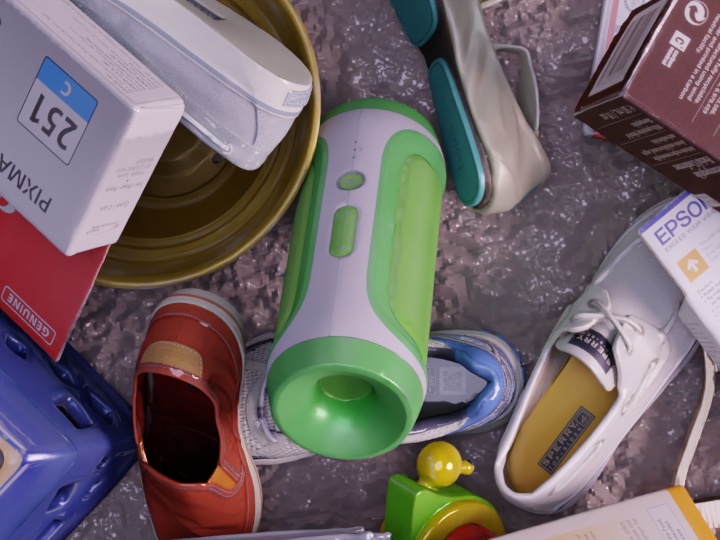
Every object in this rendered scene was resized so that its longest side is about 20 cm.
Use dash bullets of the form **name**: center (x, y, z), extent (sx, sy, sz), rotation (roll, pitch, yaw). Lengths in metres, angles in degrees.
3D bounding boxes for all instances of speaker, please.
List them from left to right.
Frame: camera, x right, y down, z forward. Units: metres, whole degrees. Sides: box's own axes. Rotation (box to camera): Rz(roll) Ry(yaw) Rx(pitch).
- **speaker**: center (0.000, 0.000, 1.024), extent (0.088, 0.089, 0.201), rotation (4, 46, 4)

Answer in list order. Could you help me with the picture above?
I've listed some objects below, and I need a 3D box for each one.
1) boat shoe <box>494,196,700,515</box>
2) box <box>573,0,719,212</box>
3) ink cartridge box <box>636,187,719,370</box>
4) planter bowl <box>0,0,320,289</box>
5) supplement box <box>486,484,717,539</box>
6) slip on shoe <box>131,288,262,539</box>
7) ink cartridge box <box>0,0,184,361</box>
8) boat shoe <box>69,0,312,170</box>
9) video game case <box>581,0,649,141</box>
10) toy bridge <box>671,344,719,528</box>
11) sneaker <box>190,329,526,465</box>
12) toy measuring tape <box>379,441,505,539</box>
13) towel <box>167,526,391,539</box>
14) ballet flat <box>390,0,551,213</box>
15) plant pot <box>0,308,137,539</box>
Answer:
- **boat shoe**: center (0.136, 0.045, 1.067), extent (0.071, 0.070, 0.201), rotation (35, 94, 20)
- **box**: center (0.216, -0.059, 0.975), extent (0.199, 0.100, 0.075), rotation (31, 84, -5)
- **ink cartridge box**: center (0.277, -0.002, 1.053), extent (0.196, 0.043, 0.200), rotation (-38, 93, -8)
- **planter bowl**: center (-0.117, -0.088, 1.084), extent (0.199, 0.083, 0.202), rotation (0, 87, 5)
- **supplement box**: center (0.106, 0.202, 1.000), extent (0.199, 0.074, 0.126), rotation (-12, 52, -23)
- **slip on shoe**: center (-0.095, 0.102, 1.050), extent (0.074, 0.061, 0.201), rotation (13, 131, 13)
- **ink cartridge box**: center (-0.204, -0.074, 1.013), extent (0.200, 0.045, 0.177), rotation (41, 119, 20)
- **boat shoe**: center (-0.119, -0.123, 1.008), extent (0.200, 0.070, 0.072), rotation (36, 110, 15)
- **video game case**: center (0.235, -0.131, 1.095), extent (0.199, 0.017, 0.144), rotation (10, 90, 4)
- **toy bridge**: center (0.210, 0.134, 1.088), extent (0.067, 0.027, 0.201), rotation (-9, 87, 5)
- **sneaker**: center (-0.008, 0.066, 1.074), extent (0.199, 0.085, 0.078), rotation (-10, 88, 6)
- **toy measuring tape**: center (0.043, 0.190, 1.088), extent (0.073, 0.074, 0.201), rotation (6, 106, 4)
- **towel**: center (-0.042, 0.236, 1.068), extent (0.146, 0.024, 0.201), rotation (-4, 108, 13)
- **ballet flat**: center (0.060, -0.132, 1.091), extent (0.069, 0.069, 0.201), rotation (-17, 90, 3)
- **plant pot**: center (-0.258, 0.098, 1.044), extent (0.200, 0.180, 0.200), rotation (43, 92, 2)
